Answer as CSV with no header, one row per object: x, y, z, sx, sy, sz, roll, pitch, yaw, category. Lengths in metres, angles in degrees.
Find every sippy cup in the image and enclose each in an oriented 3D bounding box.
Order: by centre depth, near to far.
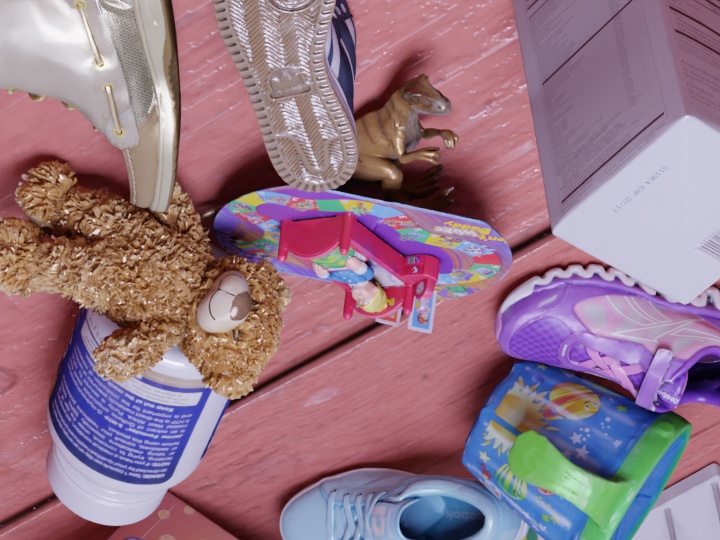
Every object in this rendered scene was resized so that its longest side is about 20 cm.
0.149,0.133,1.536,0.130,0.140,0.178,32,152,15,sippy cup

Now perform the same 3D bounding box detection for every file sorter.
0.254,0.277,1.723,0.199,0.125,0.138,-33,132,26,file sorter

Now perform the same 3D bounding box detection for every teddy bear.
-0.139,0.000,1.350,0.200,0.145,0.067,39,138,10,teddy bear

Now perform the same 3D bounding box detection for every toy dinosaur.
0.002,-0.070,1.382,0.106,0.061,0.200,36,133,-22,toy dinosaur

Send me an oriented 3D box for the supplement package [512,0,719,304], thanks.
0.173,-0.104,1.243,0.109,0.201,0.114,26,130,-30,supplement package

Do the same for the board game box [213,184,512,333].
0.000,0.000,1.403,0.198,0.039,0.158,11,159,-11,board game box

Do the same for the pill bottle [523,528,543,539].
0.059,0.251,1.680,0.198,0.113,0.113,-8,138,2,pill bottle

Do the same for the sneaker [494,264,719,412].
0.193,0.056,1.503,0.198,0.089,0.081,6,138,-11,sneaker

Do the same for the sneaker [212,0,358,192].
-0.042,-0.154,1.240,0.069,0.109,0.201,-7,131,5,sneaker

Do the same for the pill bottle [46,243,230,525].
-0.150,0.081,1.466,0.119,0.120,0.201,11,135,-18,pill bottle

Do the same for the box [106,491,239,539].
-0.123,0.290,1.608,0.199,0.152,0.107,31,138,15,box

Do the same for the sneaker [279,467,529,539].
0.022,0.181,1.597,0.198,0.075,0.082,-8,170,21,sneaker

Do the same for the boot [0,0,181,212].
-0.186,-0.115,1.283,0.154,0.073,0.201,-4,136,-3,boot
